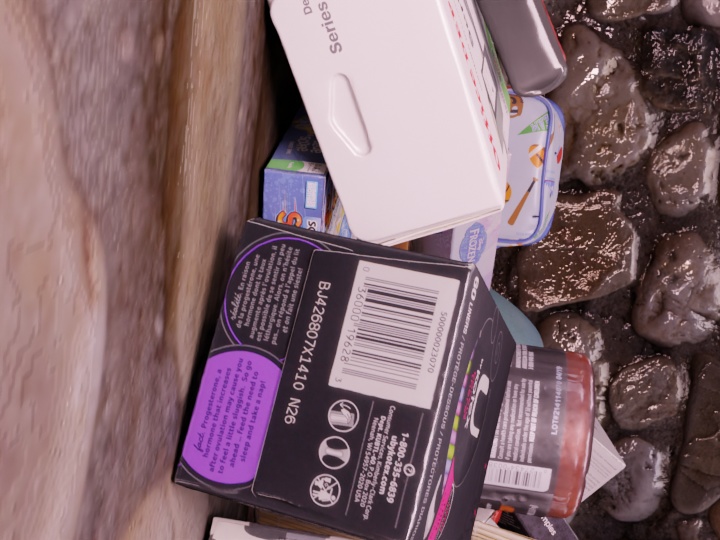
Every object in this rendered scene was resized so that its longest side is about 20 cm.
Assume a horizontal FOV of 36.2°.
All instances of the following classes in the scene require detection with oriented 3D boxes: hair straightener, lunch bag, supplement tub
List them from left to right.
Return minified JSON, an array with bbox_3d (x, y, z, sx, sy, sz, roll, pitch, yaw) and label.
[{"bbox_3d":[0.043,0.092,0.701,0.107,0.199,0.107,7,90,-84],"label":"supplement tub"},{"bbox_3d":[0.089,-0.099,1.050,0.076,0.199,0.161,-17,114,-70],"label":"lunch bag"},{"bbox_3d":[0.071,-0.190,0.609,0.077,0.041,0.201,-71,143,-67],"label":"hair straightener"}]

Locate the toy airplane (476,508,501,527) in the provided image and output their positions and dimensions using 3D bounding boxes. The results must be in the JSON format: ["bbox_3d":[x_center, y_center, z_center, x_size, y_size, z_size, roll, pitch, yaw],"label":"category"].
[{"bbox_3d":[0.038,0.199,0.816,0.141,0.198,0.201,-37,132,-67],"label":"toy airplane"}]

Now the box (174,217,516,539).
[{"bbox_3d":[0.007,0.065,0.540,0.200,0.106,0.123,45,59,-72],"label":"box"}]

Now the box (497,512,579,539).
[{"bbox_3d":[0.098,0.160,0.875,0.200,0.036,0.143,56,-15,-11],"label":"box"}]

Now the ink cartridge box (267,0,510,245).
[{"bbox_3d":[0.026,-0.122,0.626,0.200,0.084,0.146,-73,145,-64],"label":"ink cartridge box"}]

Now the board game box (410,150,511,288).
[{"bbox_3d":[0.042,-0.067,0.854,0.201,0.041,0.200,91,-24,-44],"label":"board game box"}]

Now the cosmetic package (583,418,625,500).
[{"bbox_3d":[0.142,0.201,1.075,0.200,0.085,0.108,-42,-150,14],"label":"cosmetic package"}]

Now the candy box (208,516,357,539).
[{"bbox_3d":[-0.011,0.202,0.605,0.200,0.136,0.061,87,12,-60],"label":"candy box"}]

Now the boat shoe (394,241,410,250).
[{"bbox_3d":[0.000,0.000,0.853,0.070,0.070,0.201,-65,171,-53],"label":"boat shoe"}]

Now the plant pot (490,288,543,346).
[{"bbox_3d":[0.049,0.071,1.013,0.135,0.200,0.201,49,33,-29],"label":"plant pot"}]

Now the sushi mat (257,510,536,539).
[{"bbox_3d":[0.027,0.168,0.656,0.012,0.199,0.096,-51,150,-49],"label":"sushi mat"}]

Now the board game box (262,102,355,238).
[{"bbox_3d":[-0.026,-0.035,0.680,0.200,0.034,0.136,-74,170,-62],"label":"board game box"}]
